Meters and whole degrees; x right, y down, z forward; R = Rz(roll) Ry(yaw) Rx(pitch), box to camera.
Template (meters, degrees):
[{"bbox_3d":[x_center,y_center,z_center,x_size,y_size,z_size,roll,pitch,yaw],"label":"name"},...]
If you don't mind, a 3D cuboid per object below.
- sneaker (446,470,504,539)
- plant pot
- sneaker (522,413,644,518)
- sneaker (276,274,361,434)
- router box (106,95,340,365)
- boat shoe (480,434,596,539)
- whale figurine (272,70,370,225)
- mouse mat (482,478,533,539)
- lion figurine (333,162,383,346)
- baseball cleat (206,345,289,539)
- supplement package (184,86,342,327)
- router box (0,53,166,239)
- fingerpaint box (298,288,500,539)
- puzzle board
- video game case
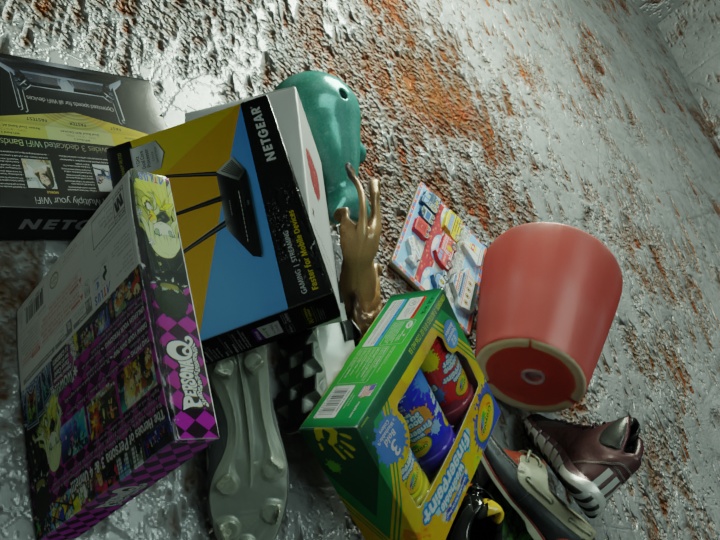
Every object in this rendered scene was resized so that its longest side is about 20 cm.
[{"bbox_3d":[0.115,0.243,0.752,0.069,0.090,0.202,30,39,-20],"label":"sneaker"},{"bbox_3d":[0.236,0.071,0.962,0.200,0.200,0.179,39,48,-16],"label":"plant pot"},{"bbox_3d":[0.276,0.207,0.884,0.076,0.115,0.200,51,3,-16],"label":"sneaker"},{"bbox_3d":[-0.036,0.079,0.752,0.088,0.073,0.203,28,51,-38],"label":"sneaker"},{"bbox_3d":[-0.114,-0.032,0.595,0.051,0.147,0.203,75,-6,-62],"label":"router box"},{"bbox_3d":[0.189,0.242,0.837,0.201,0.062,0.071,53,5,-3],"label":"boat shoe"},{"bbox_3d":[-0.038,-0.154,0.903,0.158,0.103,0.203,-3,63,-48],"label":"whale figurine"},{"bbox_3d":[0.158,0.335,0.803,0.162,0.008,0.199,56,38,3],"label":"mouse mat"},{"bbox_3d":[0.000,0.000,0.793,0.123,0.071,0.203,-90,170,-56],"label":"lion figurine"},{"bbox_3d":[-0.101,0.136,0.631,0.068,0.106,0.205,-1,88,-14],"label":"baseball cleat"},{"bbox_3d":[-0.094,-0.053,0.711,0.122,0.117,0.203,70,9,-58],"label":"supplement package"},{"bbox_3d":[-0.263,-0.109,0.665,0.198,0.052,0.160,-2,63,-48],"label":"router box"},{"bbox_3d":[0.051,0.146,0.719,0.200,0.072,0.169,-50,121,-45],"label":"fingerpaint box"},{"bbox_3d":[0.118,-0.023,1.039,0.150,0.017,0.201,42,39,-15],"label":"puzzle board"},{"bbox_3d":[-0.176,0.064,0.500,0.035,0.199,0.184,9,54,-44],"label":"video game case"}]
